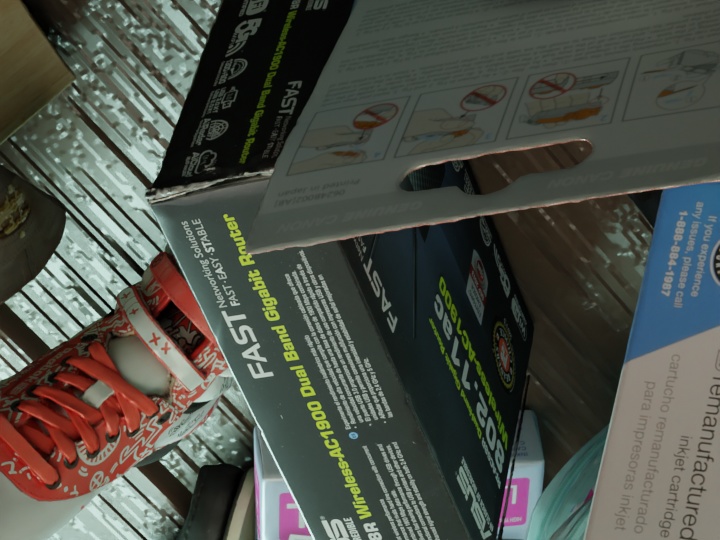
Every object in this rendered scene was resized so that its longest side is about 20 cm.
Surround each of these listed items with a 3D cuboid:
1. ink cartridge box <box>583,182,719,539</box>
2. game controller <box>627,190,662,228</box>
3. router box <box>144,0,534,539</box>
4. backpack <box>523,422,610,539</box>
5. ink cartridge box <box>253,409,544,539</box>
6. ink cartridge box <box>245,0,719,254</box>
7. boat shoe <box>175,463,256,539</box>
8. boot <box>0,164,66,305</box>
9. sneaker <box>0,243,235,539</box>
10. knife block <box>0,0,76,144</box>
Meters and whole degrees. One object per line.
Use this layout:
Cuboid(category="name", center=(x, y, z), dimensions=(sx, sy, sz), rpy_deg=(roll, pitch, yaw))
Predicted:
Cuboid(category="ink cartridge box", center=(0.190, 0.057, 0.869), dimensions=(0.199, 0.145, 0.084), rpy_deg=(7, 156, 19))
Cuboid(category="game controller", center=(0.174, -0.071, 0.931), dimensions=(0.200, 0.042, 0.104), rpy_deg=(-36, 101, 33))
Cuboid(category="router box", center=(0.000, 0.000, 0.962), dimensions=(0.062, 0.150, 0.200), rpy_deg=(-11, 125, 20))
Cuboid(category="backpack", center=(0.150, 0.132, 1.003), dimensions=(0.150, 0.200, 0.178), rpy_deg=(16, 140, 44))
Cuboid(category="ink cartridge box", center=(0.014, 0.147, 1.131), dimensions=(0.119, 0.042, 0.201), rpy_deg=(-3, 131, -6))
Cuboid(category="ink cartridge box", center=(0.065, -0.059, 0.843), dimensions=(0.159, 0.200, 0.047), rpy_deg=(-9, 123, 23))
Cuboid(category="boat shoe", center=(-0.089, 0.163, 1.159), dimensions=(0.063, 0.074, 0.202), rpy_deg=(23, 125, 4))
Cuboid(category="boot", center=(-0.163, 0.014, 0.992), dimensions=(0.064, 0.186, 0.200), rpy_deg=(47, 123, -2))
Cuboid(category="sneaker", center=(-0.103, 0.045, 1.000), dimensions=(0.067, 0.201, 0.108), rpy_deg=(47, 120, 8))
Cuboid(category="knife block", center=(-0.220, -0.021, 0.976), dimensions=(0.199, 0.176, 0.064), rpy_deg=(-20, 122, 25))
